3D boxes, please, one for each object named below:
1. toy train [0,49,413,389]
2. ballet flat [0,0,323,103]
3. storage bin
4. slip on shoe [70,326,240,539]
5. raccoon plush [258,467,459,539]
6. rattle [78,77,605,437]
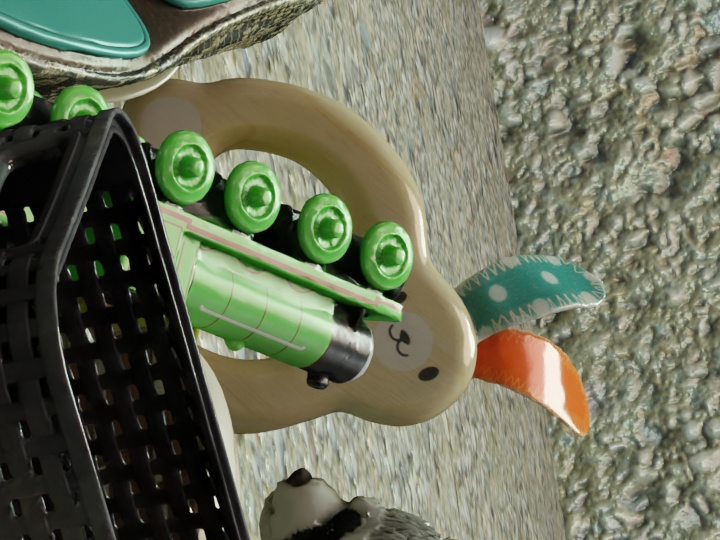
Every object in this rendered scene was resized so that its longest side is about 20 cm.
[{"bbox_3d":[-0.059,-0.013,0.871,0.200,0.042,0.056,24,75,-41],"label":"toy train"},{"bbox_3d":[-0.086,-0.079,0.926,0.068,0.075,0.200,51,36,16],"label":"ballet flat"},{"bbox_3d":[-0.086,0.076,0.715,0.135,0.094,0.200,-82,159,-66],"label":"storage bin"},{"bbox_3d":[-0.066,0.117,0.853,0.061,0.076,0.200,50,33,-60],"label":"slip on shoe"},{"bbox_3d":[-0.014,0.165,0.943,0.097,0.134,0.200,-78,156,-70],"label":"raccoon plush"},{"bbox_3d":[0.000,0.000,0.971,0.143,0.200,0.130,117,-1,-66],"label":"rattle"}]
